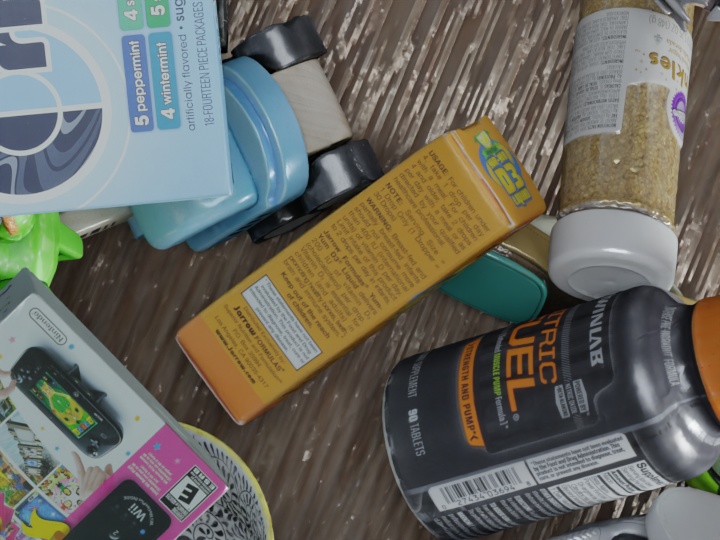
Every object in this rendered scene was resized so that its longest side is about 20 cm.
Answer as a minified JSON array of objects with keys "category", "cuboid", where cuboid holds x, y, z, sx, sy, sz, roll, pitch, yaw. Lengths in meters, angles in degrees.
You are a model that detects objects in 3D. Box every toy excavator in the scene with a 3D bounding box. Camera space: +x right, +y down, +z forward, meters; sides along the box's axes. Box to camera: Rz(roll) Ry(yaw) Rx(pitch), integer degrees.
[{"category":"toy excavator","cuboid":[-0.119,-0.043,1.611,0.200,0.194,0.100,-22,86,-32]}]

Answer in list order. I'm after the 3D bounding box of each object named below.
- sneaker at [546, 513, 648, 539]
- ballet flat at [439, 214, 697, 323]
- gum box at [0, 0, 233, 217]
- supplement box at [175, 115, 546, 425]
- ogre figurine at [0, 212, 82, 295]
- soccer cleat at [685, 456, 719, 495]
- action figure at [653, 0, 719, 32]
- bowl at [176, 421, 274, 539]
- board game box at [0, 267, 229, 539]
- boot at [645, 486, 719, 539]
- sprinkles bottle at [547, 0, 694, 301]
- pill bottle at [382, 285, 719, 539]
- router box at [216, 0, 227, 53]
[{"category":"sneaker","cuboid":[0.098,0.202,1.606,0.200,0.075,0.114,-13,88,-19]},{"category":"ballet flat","cuboid":[0.113,0.007,1.652,0.200,0.069,0.063,29,57,-2]},{"category":"gum box","cuboid":[-0.169,-0.113,1.456,0.200,0.045,0.170,-5,100,-1]},{"category":"supplement box","cuboid":[0.000,0.000,1.597,0.200,0.067,0.069,-38,86,23]},{"category":"ogre figurine","cuboid":[-0.212,-0.021,1.546,0.120,0.098,0.200,-5,54,10]},{"category":"soccer cleat","cuboid":[0.257,0.136,1.628,0.200,0.081,0.068,29,85,0]},{"category":"action figure","cuboid":[0.204,-0.189,1.615,0.200,0.069,0.130,-5,70,-39]},{"category":"bowl","cuboid":[-0.118,0.188,1.573,0.201,0.094,0.201,-13,55,19]},{"category":"board game box","cuboid":[-0.188,0.121,1.490,0.200,0.064,0.148,-43,107,1]},{"category":"boot","cuboid":[0.220,0.201,1.607,0.200,0.074,0.096,33,127,-6]},{"category":"sprinkles bottle","cuboid":[0.144,-0.084,1.619,0.068,0.068,0.200,8,66,-1]},{"category":"pill bottle","cuboid":[0.121,0.071,1.577,0.200,0.106,0.106,-18,86,25]},{"category":"router box","cuboid":[-0.144,-0.147,1.577,0.150,0.200,0.062,-1,93,-2]}]
